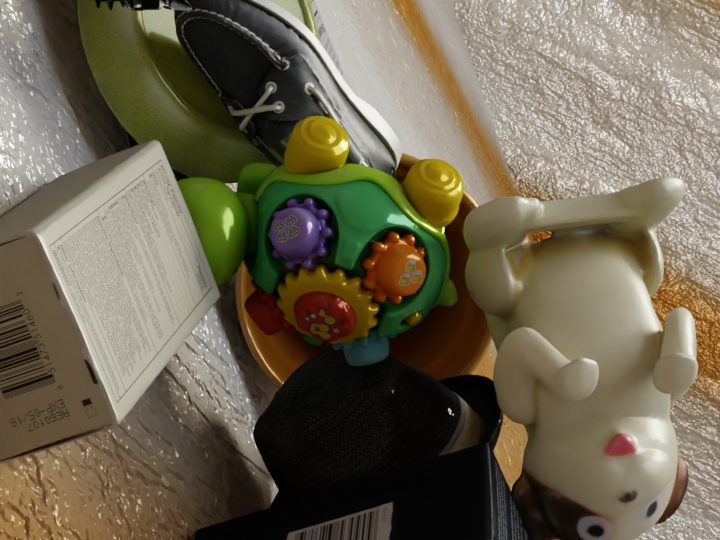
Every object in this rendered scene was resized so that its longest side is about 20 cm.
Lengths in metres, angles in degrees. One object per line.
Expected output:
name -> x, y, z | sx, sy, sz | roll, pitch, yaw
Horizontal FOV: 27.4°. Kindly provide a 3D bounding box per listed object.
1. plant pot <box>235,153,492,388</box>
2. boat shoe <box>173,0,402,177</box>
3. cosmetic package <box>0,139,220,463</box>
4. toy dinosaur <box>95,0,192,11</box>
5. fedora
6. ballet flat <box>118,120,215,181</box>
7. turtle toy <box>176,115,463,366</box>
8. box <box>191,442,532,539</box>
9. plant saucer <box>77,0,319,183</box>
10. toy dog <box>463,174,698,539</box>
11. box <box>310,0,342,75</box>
plant pot -> 0.000, 0.000, 1.166 | 0.183, 0.198, 0.202 | -119, -171, -80
boat shoe -> -0.045, -0.103, 0.937 | 0.199, 0.075, 0.061 | 37, 51, -31
cosmetic package -> -0.145, 0.009, 0.776 | 0.200, 0.072, 0.105 | -61, 132, -72
toy dinosaur -> -0.172, -0.198, 0.867 | 0.103, 0.134, 0.201 | 70, 38, -50
fedora -> -0.005, 0.109, 0.981 | 0.092, 0.200, 0.201 | 51, 20, -19
ballet flat -> -0.129, -0.082, 0.982 | 0.062, 0.067, 0.202 | 24, 48, -59
turtle toy -> -0.034, -0.011, 0.914 | 0.146, 0.198, 0.102 | 112, -3, -47
box -> 0.019, 0.236, 0.869 | 0.124, 0.198, 0.198 | -82, 151, -61
plant saucer -> -0.094, -0.159, 0.977 | 0.199, 0.031, 0.203 | 14, 70, -41
toy dog -> 0.130, 0.068, 0.909 | 0.194, 0.138, 0.202 | 133, -50, -63
box -> -0.105, -0.200, 1.138 | 0.184, 0.104, 0.202 | -73, 142, -65
